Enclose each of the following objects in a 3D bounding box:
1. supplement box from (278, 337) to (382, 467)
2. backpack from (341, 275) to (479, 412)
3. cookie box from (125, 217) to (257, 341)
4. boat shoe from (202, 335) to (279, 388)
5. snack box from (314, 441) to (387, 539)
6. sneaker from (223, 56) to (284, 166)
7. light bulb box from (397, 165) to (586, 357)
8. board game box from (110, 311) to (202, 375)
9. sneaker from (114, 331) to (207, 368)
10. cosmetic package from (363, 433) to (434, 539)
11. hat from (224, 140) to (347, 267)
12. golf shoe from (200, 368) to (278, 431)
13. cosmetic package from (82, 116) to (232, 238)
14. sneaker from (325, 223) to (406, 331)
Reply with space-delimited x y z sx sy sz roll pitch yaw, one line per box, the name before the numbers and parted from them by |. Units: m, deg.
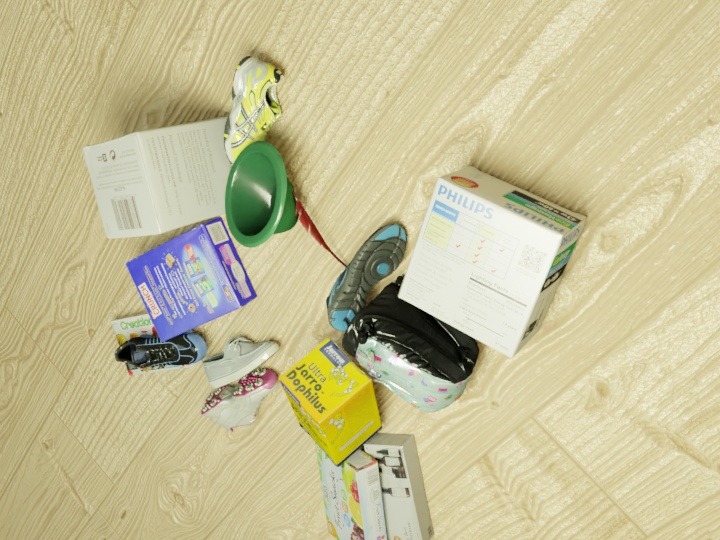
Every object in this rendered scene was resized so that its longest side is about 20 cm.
supplement box | -0.046 0.224 1.270 0.109 0.109 0.200 42 160 29
backpack | 0.087 0.126 1.209 0.200 0.167 0.127 34 140 13
cookie box | -0.322 0.018 1.438 0.200 0.075 0.172 -22 94 24
boat shoe | -0.238 0.167 1.457 0.201 0.070 0.072 -29 94 37
snack box | -0.016 0.415 1.385 0.142 0.053 0.201 19 120 55
sneaker | -0.178 -0.252 1.278 0.076 0.075 0.201 19 122 14
light bulb box | 0.189 -0.018 1.102 0.198 0.125 0.201 28 118 21
board game box | -0.428 0.148 1.588 0.200 0.035 0.127 -12 99 33
sneaker | -0.398 0.164 1.507 0.199 0.078 0.070 -5 103 31
cosmetic package | 0.069 0.394 1.362 0.082 0.051 0.201 -5 104 33
hat | -0.116 -0.107 1.300 0.165 0.176 0.201 3 89 47
golf shoe | -0.222 0.256 1.489 0.200 0.075 0.092 -28 112 33
cosmetic package | -0.334 -0.161 1.314 0.167 0.200 0.167 -3 104 40
sneaker | 0.000 0.000 1.252 0.073 0.082 0.200 29 105 -26
